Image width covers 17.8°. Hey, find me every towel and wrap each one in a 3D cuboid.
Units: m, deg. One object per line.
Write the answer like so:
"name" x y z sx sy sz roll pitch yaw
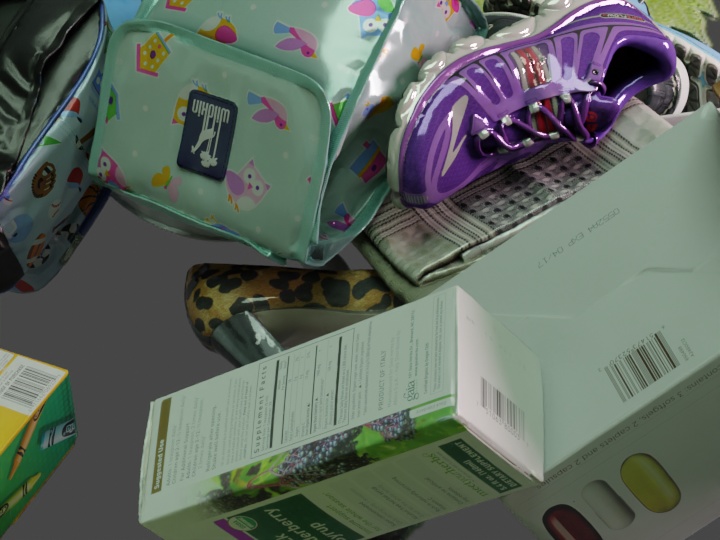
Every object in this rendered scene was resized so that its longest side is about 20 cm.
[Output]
"towel" 0.075 -0.064 1.344 0.192 0.035 0.200 -24 42 -15

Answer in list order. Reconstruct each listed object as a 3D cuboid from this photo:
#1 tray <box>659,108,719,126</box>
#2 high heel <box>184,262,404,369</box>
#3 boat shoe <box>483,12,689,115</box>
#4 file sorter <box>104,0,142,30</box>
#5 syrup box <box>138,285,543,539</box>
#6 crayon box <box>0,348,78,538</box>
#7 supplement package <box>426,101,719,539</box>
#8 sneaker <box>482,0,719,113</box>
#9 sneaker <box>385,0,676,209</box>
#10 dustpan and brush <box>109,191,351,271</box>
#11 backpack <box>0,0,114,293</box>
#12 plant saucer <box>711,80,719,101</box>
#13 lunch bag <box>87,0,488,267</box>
"tray" 0.190 -0.080 1.435 0.199 0.022 0.107 -7 -4 2
"high heel" 0.000 0.000 1.354 0.200 0.072 0.143 -33 55 -22
"boat shoe" 0.109 -0.128 1.478 0.200 0.076 0.060 3 6 26
"file sorter" -0.184 -0.233 1.591 0.200 0.123 0.139 -27 48 -28
"syrup box" -0.011 0.087 1.168 0.200 0.079 0.082 -22 47 29
"crayon box" -0.253 0.117 1.231 0.119 0.058 0.200 16 44 19
"supplement package" 0.154 0.042 1.212 0.200 0.111 0.156 -35 42 9
"sneaker" 0.181 -0.155 1.534 0.200 0.079 0.090 29 43 28
"sneaker" 0.098 -0.096 1.298 0.200 0.081 0.083 -35 49 -23
"dustpan and brush" -0.066 -0.047 1.435 0.139 0.057 0.200 -29 41 -27
"backpack" -0.224 -0.093 1.386 0.200 0.154 0.191 27 76 25
"plant saucer" 0.246 -0.019 1.170 0.032 0.200 0.200 -34 42 10
"lunch bag" -0.049 -0.108 1.324 0.170 0.122 0.200 21 71 27
